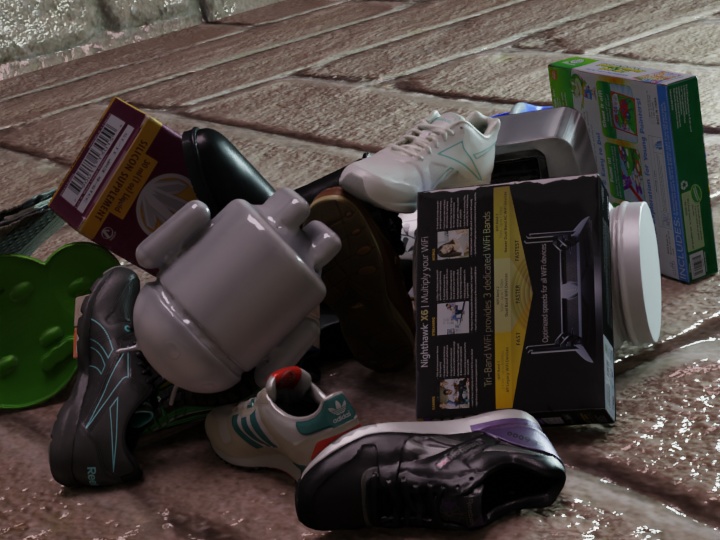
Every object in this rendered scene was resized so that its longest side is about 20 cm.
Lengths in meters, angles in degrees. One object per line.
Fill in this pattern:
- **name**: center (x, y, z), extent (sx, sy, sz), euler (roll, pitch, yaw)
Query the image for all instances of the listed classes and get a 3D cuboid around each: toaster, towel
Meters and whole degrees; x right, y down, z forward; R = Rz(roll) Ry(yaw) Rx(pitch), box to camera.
- **toaster**: center (0.149, -0.052, 1.659), extent (0.199, 0.182, 0.119), euler (-7, 19, 14)
- **towel**: center (-0.370, -0.023, 1.712), extent (0.200, 0.035, 0.192), euler (-37, -4, 33)

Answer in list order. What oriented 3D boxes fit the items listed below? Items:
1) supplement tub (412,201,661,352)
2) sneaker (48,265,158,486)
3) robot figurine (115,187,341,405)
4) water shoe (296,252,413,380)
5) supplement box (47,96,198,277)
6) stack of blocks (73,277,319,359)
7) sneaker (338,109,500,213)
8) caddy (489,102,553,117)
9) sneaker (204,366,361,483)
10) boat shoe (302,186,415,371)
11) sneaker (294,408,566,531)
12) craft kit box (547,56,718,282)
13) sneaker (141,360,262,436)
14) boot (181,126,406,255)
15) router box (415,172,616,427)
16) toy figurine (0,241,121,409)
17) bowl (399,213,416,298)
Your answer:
- **supplement tub**: center (0.157, 0.009, 1.518), extent (0.199, 0.146, 0.145), euler (-4, 19, 17)
- **sneaker**: center (-0.207, 0.093, 1.478), extent (0.079, 0.201, 0.075), euler (4, -23, 12)
- **robot figurine**: center (-0.108, 0.022, 1.430), extent (0.200, 0.170, 0.113), euler (-43, 15, -3)
- **water shoe**: center (-0.003, 0.049, 1.645), extent (0.200, 0.072, 0.079), euler (-30, 46, -35)
- **supplement box**: center (-0.179, -0.058, 1.668), extent (0.199, 0.131, 0.103), euler (31, 0, -32)
- **stack of blocks**: center (-0.149, 0.048, 1.565), extent (0.199, 0.059, 0.115), euler (-13, -24, 31)
- **sneaker**: center (0.053, -0.100, 1.501), extent (0.070, 0.081, 0.200), euler (31, 26, 29)
- **caddy**: center (0.190, -0.144, 2.033), extent (0.140, 0.106, 0.200), euler (-3, 19, 19)
- **sneaker**: center (-0.063, 0.116, 1.399), extent (0.070, 0.094, 0.199), euler (-22, 21, -32)
- **boat shoe**: center (0.001, 0.000, 1.534), extent (0.072, 0.201, 0.068), euler (-7, 41, 19)
- **sneaker**: center (0.052, 0.155, 1.256), extent (0.199, 0.076, 0.088), euler (-14, 24, -10)
- **craft kit box**: center (0.269, -0.104, 1.715), extent (0.048, 0.201, 0.197), euler (-19, 21, -27)
- **sneaker**: center (-0.161, 0.113, 1.534), extent (0.199, 0.079, 0.085), euler (-12, -20, 18)
- **boot**: center (-0.058, -0.065, 1.584), extent (0.162, 0.199, 0.073), euler (-19, 23, 12)
- **router box**: center (0.126, 0.028, 1.412), extent (0.156, 0.201, 0.052), euler (-4, -19, 17)
- **toy figurine**: center (-0.318, 0.033, 1.725), extent (0.199, 0.151, 0.184), euler (-34, 8, 2)
- **bowl**: center (0.060, -0.047, 1.832), extent (0.199, 0.095, 0.201), euler (-9, 18, 3)
